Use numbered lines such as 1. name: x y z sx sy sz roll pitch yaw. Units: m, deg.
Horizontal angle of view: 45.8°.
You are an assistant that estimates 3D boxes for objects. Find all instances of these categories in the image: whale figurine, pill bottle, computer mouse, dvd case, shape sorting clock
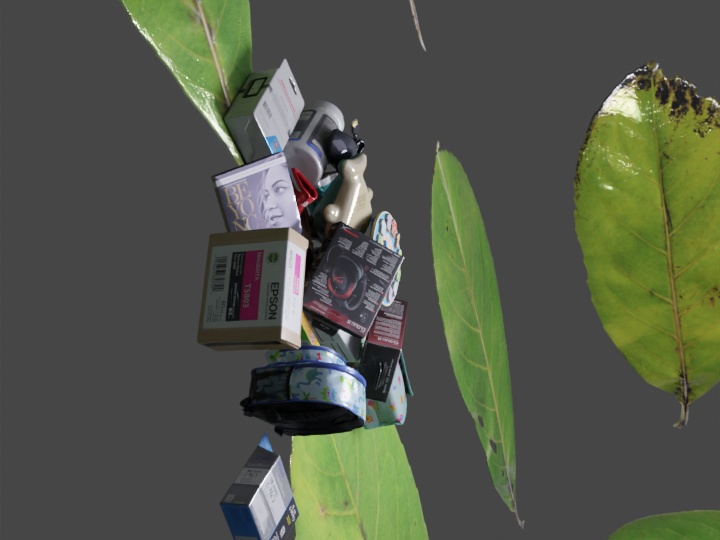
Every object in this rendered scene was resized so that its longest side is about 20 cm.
1. whale figurine: -0.040 -0.147 1.746 0.159 0.104 0.200 -31 136 -46
2. pill bottle: -0.105 -0.265 1.770 0.200 0.113 0.114 -66 144 -48
3. computer mouse: -0.019 -0.261 1.789 0.200 0.046 0.141 64 38 -70
4. dvd case: -0.183 -0.103 1.577 0.148 0.016 0.201 -25 112 -28
5. shape sorting clock: 0.056 -0.025 1.799 0.200 0.039 0.201 -5 90 -73

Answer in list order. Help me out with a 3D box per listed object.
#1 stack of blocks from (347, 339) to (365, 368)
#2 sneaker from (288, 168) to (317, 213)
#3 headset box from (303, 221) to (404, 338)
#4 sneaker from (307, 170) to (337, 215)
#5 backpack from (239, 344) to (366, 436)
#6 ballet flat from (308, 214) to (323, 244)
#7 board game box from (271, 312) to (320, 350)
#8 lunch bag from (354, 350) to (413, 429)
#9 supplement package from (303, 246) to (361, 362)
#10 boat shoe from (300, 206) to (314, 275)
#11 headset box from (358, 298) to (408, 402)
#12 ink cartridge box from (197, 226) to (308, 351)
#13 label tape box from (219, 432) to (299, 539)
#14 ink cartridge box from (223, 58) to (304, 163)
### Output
1. stack of blocks: -0.042 0.165 1.910 0.115 0.058 0.200 60 33 -46
2. sneaker: -0.142 -0.103 1.648 0.078 0.115 0.201 -18 102 -67
3. headset box: -0.029 0.028 1.648 0.200 0.148 0.075 -64 -167 -9
4. sneaker: -0.062 -0.156 1.891 0.200 0.083 0.121 -34 115 -61
5. backpack: -0.091 0.224 1.600 0.183 0.199 0.147 47 44 -55
6. ballet flat: -0.082 -0.082 1.853 0.200 0.067 0.046 23 91 -59
7. board game box: -0.155 0.086 1.608 0.030 0.095 0.200 -71 148 -41
8. lunch bag: 0.051 0.256 2.042 0.200 0.122 0.171 -63 140 -65
9. supplement package: -0.065 0.071 1.807 0.156 0.111 0.200 61 32 -45
10. boat shoe: -0.120 -0.052 1.716 0.075 0.075 0.203 -5 90 -31
11. headset box: 0.044 0.172 1.826 0.200 0.075 0.149 -76 179 -58
12. ink cartridge box: -0.184 0.033 1.460 0.075 0.164 0.201 39 50 -61
13. label tape box: -0.168 0.413 1.556 0.200 0.063 0.145 -56 137 -55
14. ink cartridge box: -0.182 -0.309 1.654 0.200 0.068 0.116 -71 148 -44
